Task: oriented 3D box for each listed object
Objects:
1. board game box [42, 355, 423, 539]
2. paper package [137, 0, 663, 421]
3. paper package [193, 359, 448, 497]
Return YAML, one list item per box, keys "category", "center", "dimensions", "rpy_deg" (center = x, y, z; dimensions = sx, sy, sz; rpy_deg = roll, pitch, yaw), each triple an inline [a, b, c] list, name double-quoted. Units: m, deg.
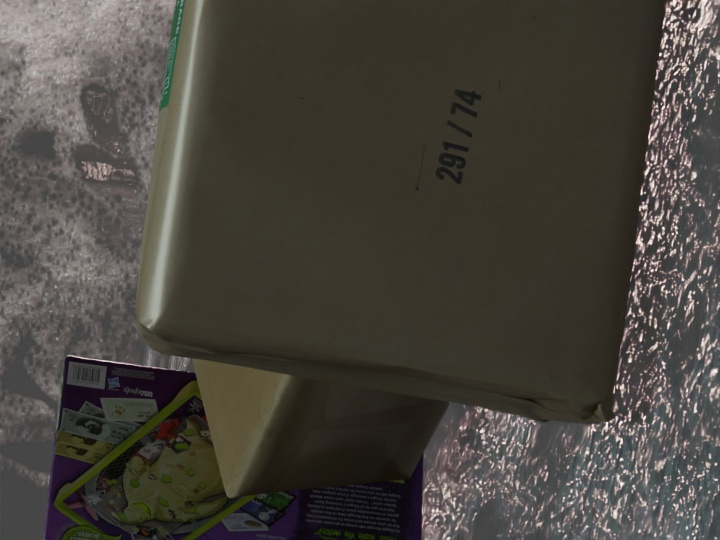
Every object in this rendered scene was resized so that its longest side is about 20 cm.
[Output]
- category: "board game box"
  center: [-0.066, 0.114, 1.482]
  dimensions: [0.032, 0.200, 0.120]
  rpy_deg: [108, 168, -51]
- category: "paper package"
  center: [0.015, -0.052, 1.112]
  dimensions: [0.103, 0.190, 0.200]
  rpy_deg: [151, 128, -79]
- category: "paper package"
  center: [-0.019, -0.010, 1.406]
  dimensions: [0.200, 0.103, 0.191]
  rpy_deg: [114, 146, -55]
